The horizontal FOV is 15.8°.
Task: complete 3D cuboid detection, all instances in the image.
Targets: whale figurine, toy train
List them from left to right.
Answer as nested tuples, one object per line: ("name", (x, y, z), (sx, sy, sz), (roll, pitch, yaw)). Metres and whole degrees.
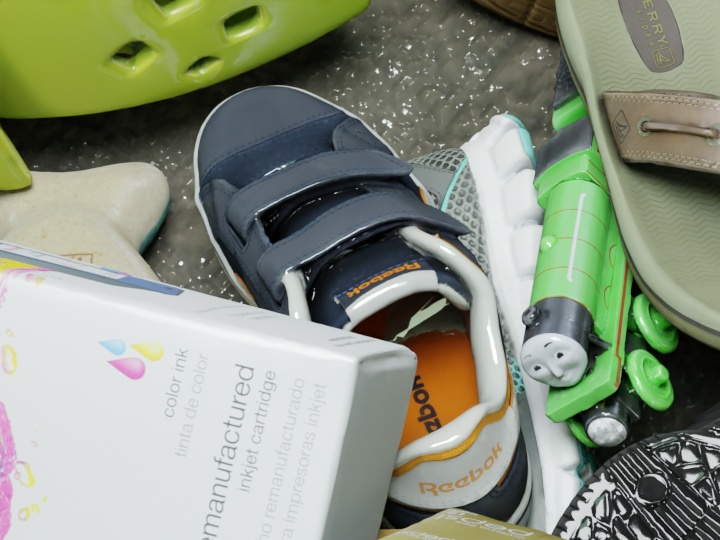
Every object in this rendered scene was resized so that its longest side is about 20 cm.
("whale figurine", (-0.106, 0.048, 0.934), (0.158, 0.104, 0.201), (-5, 44, 0))
("toy train", (0.087, -0.019, 0.920), (0.056, 0.042, 0.201), (43, 35, -23))

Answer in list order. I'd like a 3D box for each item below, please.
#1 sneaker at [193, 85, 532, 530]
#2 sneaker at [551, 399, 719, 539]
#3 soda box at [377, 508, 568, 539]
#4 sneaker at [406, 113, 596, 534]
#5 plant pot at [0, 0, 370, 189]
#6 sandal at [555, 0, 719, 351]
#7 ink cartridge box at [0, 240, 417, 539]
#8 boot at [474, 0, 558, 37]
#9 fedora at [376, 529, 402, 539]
("sneaker", (0.000, 0.000, 0.880), (0.078, 0.080, 0.201), (-27, 60, -8))
("sneaker", (0.146, 0.068, 0.900), (0.200, 0.104, 0.060), (-41, 67, -12))
("soda box", (0.026, 0.177, 0.771), (0.064, 0.068, 0.202), (13, 98, 20))
("sneaker", (0.035, 0.044, 0.937), (0.091, 0.078, 0.201), (-11, 60, 7))
("plant pot", (-0.135, -0.163, 0.941), (0.181, 0.200, 0.199), (-34, 56, -4))
("sandal", (0.116, -0.051, 0.878), (0.079, 0.058, 0.202), (-16, 56, -13))
("ink cartridge box", (-0.099, 0.071, 0.793), (0.199, 0.087, 0.146), (15, 93, 13))
("boot", (0.131, -0.168, 1.008), (0.198, 0.073, 0.157), (6, 69, 3))
("fedora", (0.023, 0.176, 0.854), (0.199, 0.082, 0.202), (2, 95, 21))
